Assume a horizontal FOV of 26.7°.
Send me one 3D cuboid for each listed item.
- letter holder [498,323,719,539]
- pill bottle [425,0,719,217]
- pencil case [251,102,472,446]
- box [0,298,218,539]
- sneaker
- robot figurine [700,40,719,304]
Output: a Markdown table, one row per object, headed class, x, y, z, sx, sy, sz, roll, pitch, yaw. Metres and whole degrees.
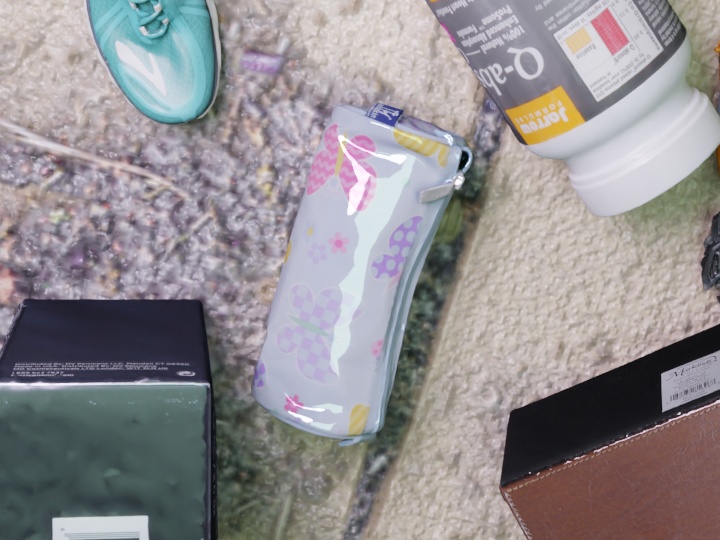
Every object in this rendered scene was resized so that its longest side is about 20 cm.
| class | x | y | z | sx | sy | sz | roll | pitch | yaw |
| --- | --- | --- | --- | --- | --- | --- | --- | --- | --- |
| letter holder | 0.206 | 0.129 | 0.920 | 0.199 | 0.101 | 0.143 | -25 | 105 | 18 |
| pill bottle | 0.119 | -0.138 | 0.877 | 0.116 | 0.116 | 0.201 | -35 | 102 | 2 |
| pencil case | 0.000 | 0.000 | 0.908 | 0.090 | 0.083 | 0.202 | 21 | 100 | 13 |
| box | -0.143 | 0.132 | 0.860 | 0.122 | 0.198 | 0.202 | 0 | 102 | -8 |
| sneaker | -0.128 | -0.176 | 0.859 | 0.077 | 0.080 | 0.202 | -12 | 110 | -2 |
| robot figurine | 0.280 | -0.048 | 0.940 | 0.144 | 0.058 | 0.202 | -10 | 102 | -2 |
